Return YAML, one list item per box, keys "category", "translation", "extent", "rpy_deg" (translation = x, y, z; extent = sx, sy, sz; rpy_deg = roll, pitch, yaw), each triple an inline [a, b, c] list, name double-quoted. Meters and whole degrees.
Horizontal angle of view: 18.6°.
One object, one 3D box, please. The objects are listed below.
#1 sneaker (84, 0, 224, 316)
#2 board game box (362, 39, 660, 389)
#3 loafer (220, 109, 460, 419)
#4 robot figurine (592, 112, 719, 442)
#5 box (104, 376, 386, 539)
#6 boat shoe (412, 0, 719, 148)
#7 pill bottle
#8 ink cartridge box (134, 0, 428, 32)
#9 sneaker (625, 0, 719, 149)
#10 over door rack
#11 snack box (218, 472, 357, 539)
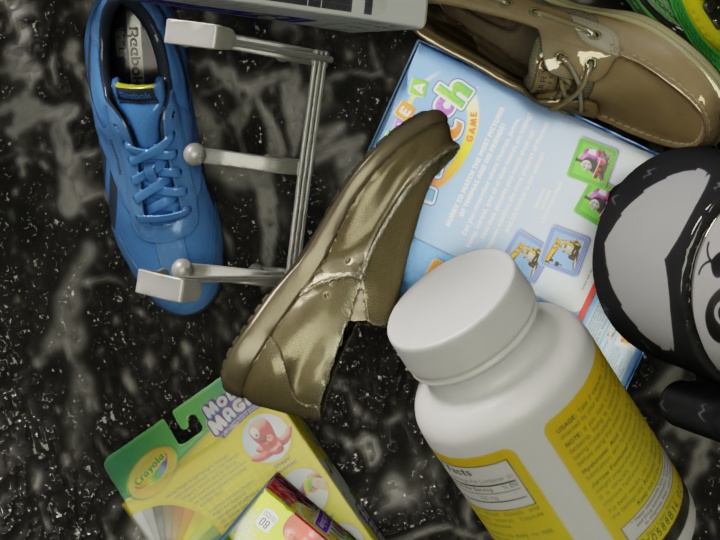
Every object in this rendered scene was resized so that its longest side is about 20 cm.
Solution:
- category: "sneaker"
  translation: [-0.125, -0.070, 1.296]
  extent: [0.065, 0.078, 0.202]
  rpy_deg: [-10, 93, 2]
- category: "board game box"
  translation: [0.092, -0.026, 1.305]
  extent: [0.199, 0.037, 0.152]
  rpy_deg: [25, 93, 1]
- category: "loafer"
  translation: [0.000, 0.000, 1.251]
  extent: [0.067, 0.076, 0.201]
  rpy_deg: [35, 91, 5]
- category: "robot figurine"
  translation: [0.200, -0.001, 1.181]
  extent: [0.124, 0.200, 0.151]
  rpy_deg: [-31, 110, -15]
- category: "box"
  translation: [-0.054, 0.164, 1.317]
  extent: [0.117, 0.048, 0.201]
  rpy_deg: [-34, 93, 4]
- category: "boat shoe"
  translation: [0.117, -0.118, 1.258]
  extent: [0.199, 0.065, 0.072]
  rpy_deg: [31, 137, 17]
- category: "pill bottle"
  translation: [0.099, 0.089, 1.238]
  extent: [0.111, 0.111, 0.200]
  rpy_deg: [-32, 116, 4]
- category: "ink cartridge box"
  translation: [-0.070, -0.163, 1.236]
  extent: [0.199, 0.099, 0.040]
  rpy_deg: [3, 93, -27]
- category: "sneaker"
  translation: [0.215, -0.111, 1.284]
  extent: [0.078, 0.085, 0.201]
  rpy_deg: [-35, 105, -35]
- category: "over door rack"
  translation: [-0.079, -0.063, 1.236]
  extent: [0.066, 0.200, 0.149]
  rpy_deg: [8, 94, 17]
- category: "snack box"
  translation: [-0.028, 0.246, 1.264]
  extent: [0.200, 0.068, 0.169]
  rpy_deg: [41, 95, 1]
